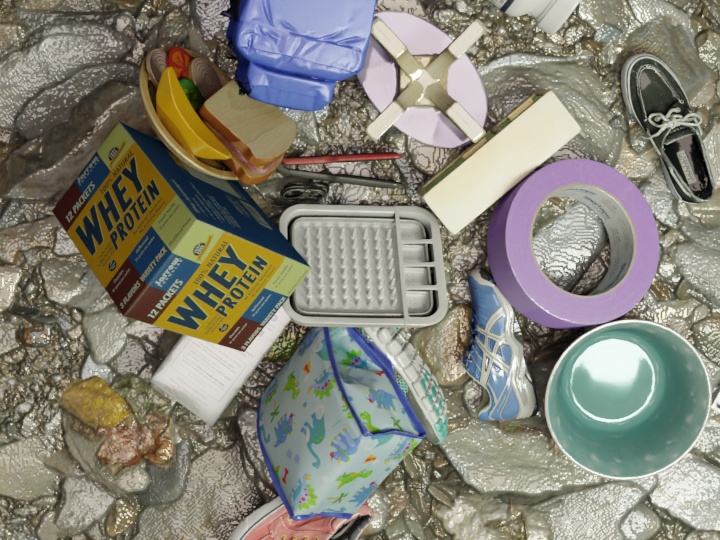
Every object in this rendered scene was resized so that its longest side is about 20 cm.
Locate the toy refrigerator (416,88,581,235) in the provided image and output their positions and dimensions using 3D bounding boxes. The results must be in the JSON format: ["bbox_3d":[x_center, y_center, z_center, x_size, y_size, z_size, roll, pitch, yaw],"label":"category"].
[{"bbox_3d":[0.165,-0.136,1.434,0.200,0.076,0.070,-39,99,5],"label":"toy refrigerator"}]

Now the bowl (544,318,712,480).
[{"bbox_3d":[0.320,0.146,1.448,0.200,0.105,0.201,0,101,1],"label":"bowl"}]

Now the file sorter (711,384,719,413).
[{"bbox_3d":[0.564,0.167,1.442,0.200,0.125,0.139,29,95,-2],"label":"file sorter"}]

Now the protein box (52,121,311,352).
[{"bbox_3d":[-0.204,-0.036,1.344,0.135,0.200,0.199,-51,53,12],"label":"protein box"}]

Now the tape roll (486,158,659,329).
[{"bbox_3d":[0.257,-0.031,1.420,0.200,0.066,0.200,2,82,-15],"label":"tape roll"}]

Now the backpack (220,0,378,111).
[{"bbox_3d":[-0.085,-0.278,1.360,0.162,0.200,0.168,16,103,-16],"label":"backpack"}]

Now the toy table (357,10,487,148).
[{"bbox_3d":[0.073,-0.229,1.407,0.200,0.117,0.184,34,96,-4],"label":"toy table"}]

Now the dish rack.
[{"bbox_3d":[0.000,0.000,1.428,0.200,0.044,0.172,2,58,-9],"label":"dish rack"}]

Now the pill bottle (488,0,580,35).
[{"bbox_3d":[0.176,-0.375,1.390,0.200,0.116,0.116,36,96,-4],"label":"pill bottle"}]

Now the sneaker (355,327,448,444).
[{"bbox_3d":[0.036,0.139,1.480,0.091,0.078,0.200,-32,92,20],"label":"sneaker"}]

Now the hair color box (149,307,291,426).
[{"bbox_3d":[-0.165,0.083,1.472,0.099,0.061,0.200,37,96,-4],"label":"hair color box"}]

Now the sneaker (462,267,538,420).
[{"bbox_3d":[0.163,0.096,1.462,0.077,0.076,0.200,-16,95,-2],"label":"sneaker"}]

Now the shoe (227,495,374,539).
[{"bbox_3d":[-0.078,0.332,1.475,0.200,0.091,0.071,-38,140,1],"label":"shoe"}]

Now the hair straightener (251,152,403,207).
[{"bbox_3d":[-0.046,-0.107,1.459,0.200,0.041,0.077,-1,96,1],"label":"hair straightener"}]

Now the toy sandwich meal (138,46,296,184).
[{"bbox_3d":[-0.168,-0.191,1.380,0.070,0.205,0.205,-34,96,33],"label":"toy sandwich meal"}]

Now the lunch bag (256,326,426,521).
[{"bbox_3d":[-0.038,0.174,1.415,0.170,0.127,0.200,-52,51,26],"label":"lunch bag"}]

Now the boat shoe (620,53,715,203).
[{"bbox_3d":[0.379,-0.173,1.433,0.073,0.068,0.200,-19,96,2],"label":"boat shoe"}]
